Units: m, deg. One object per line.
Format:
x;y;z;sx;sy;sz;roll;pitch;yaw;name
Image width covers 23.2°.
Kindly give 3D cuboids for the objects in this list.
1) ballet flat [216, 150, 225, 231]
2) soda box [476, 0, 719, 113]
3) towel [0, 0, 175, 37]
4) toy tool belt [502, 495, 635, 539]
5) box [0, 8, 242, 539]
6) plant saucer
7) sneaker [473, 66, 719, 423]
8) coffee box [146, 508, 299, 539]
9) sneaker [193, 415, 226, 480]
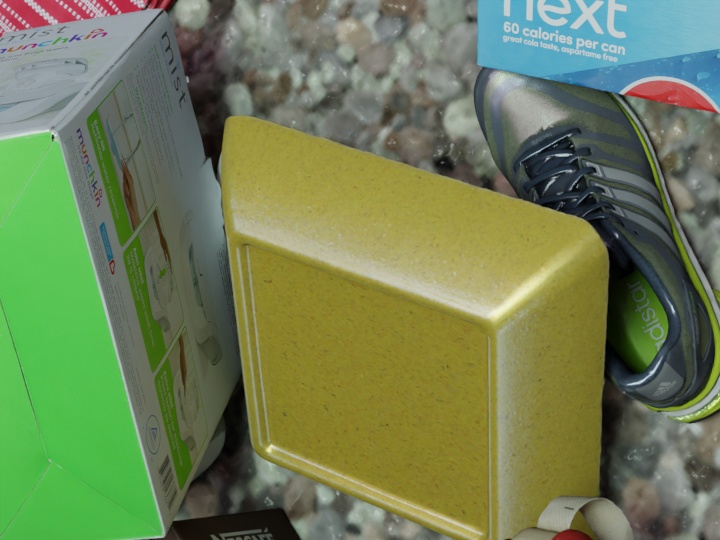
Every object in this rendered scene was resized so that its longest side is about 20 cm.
0.000;0.000;0.888;0.199;0.069;0.070;36;102;29;ballet flat
0.154;-0.116;0.791;0.198;0.064;0.068;15;126;23;soda box
-0.204;-0.128;1.018;0.145;0.022;0.201;43;105;24;towel
0.065;0.186;0.780;0.122;0.125;0.201;5;132;36;toy tool belt
-0.132;-0.001;0.838;0.096;0.177;0.202;-6;115;13;box
0.014;0.045;0.815;0.199;0.048;0.201;19;134;27;plant saucer
0.110;-0.023;0.817;0.074;0.081;0.201;-36;70;19;sneaker
-0.042;0.223;0.856;0.080;0.114;0.201;-40;70;18;coffee box
-0.155;0.134;0.949;0.199;0.080;0.071;-32;48;1;sneaker
